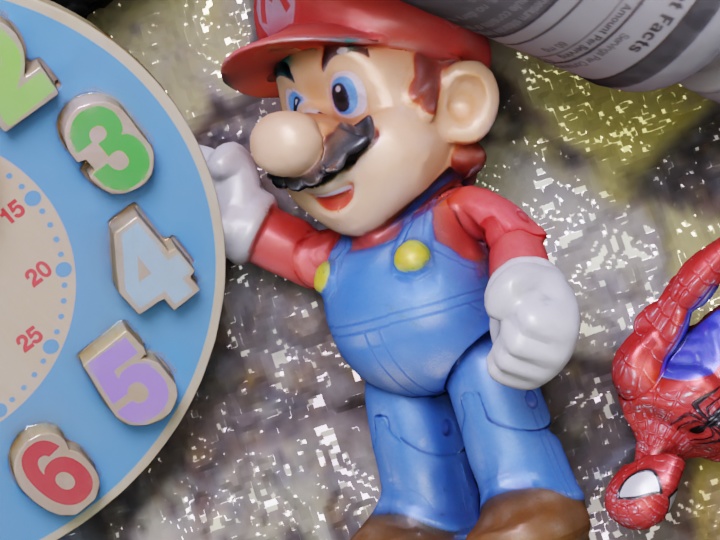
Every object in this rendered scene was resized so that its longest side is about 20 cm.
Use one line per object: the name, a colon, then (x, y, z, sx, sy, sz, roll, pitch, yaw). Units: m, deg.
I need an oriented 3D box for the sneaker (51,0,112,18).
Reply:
sneaker: (-0.091, -0.107, 0.790, 0.087, 0.076, 0.201, 17, 96, -12)

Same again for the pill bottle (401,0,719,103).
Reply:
pill bottle: (0.060, -0.120, 0.729, 0.199, 0.114, 0.114, 20, 88, -23)

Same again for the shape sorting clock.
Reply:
shape sorting clock: (-0.136, 0.009, 0.737, 0.199, 0.039, 0.201, -6, 113, -14)

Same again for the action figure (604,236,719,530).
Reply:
action figure: (0.136, -0.004, 0.776, 0.065, 0.052, 0.200, 34, 91, -29)

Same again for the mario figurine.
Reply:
mario figurine: (0.000, 0.000, 0.762, 0.123, 0.106, 0.201, -15, 88, 4)
